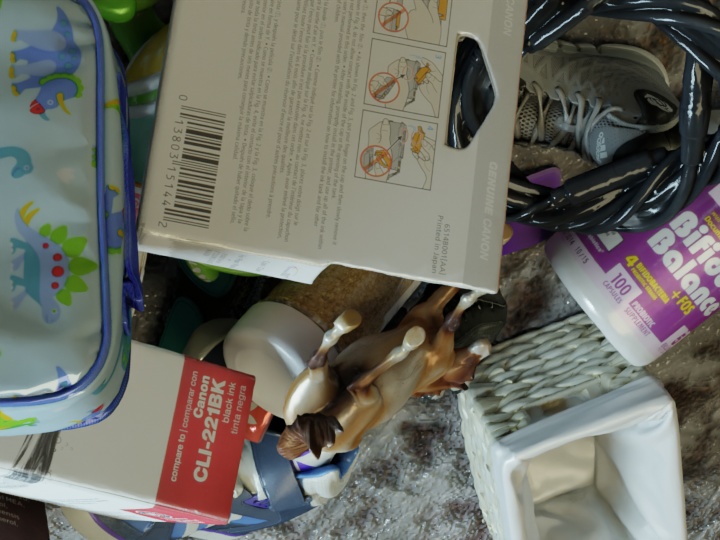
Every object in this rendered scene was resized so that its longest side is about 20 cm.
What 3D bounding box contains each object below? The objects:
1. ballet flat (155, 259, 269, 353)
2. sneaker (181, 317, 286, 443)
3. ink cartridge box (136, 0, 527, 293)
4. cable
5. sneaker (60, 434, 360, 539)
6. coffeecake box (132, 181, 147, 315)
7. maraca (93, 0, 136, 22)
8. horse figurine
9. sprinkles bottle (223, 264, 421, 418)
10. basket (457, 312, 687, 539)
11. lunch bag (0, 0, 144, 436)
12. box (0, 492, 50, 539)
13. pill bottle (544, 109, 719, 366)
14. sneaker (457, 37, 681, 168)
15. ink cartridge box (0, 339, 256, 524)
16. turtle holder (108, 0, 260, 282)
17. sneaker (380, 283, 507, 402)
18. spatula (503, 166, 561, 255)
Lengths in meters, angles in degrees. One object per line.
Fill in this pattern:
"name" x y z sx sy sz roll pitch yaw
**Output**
"ballet flat" -0.086 0.009 0.910 0.073 0.075 0.201 8 123 -25
"sneaker" -0.031 0.069 0.904 0.199 0.084 0.076 -15 136 -53
"ink cartridge box" -0.010 -0.094 0.697 0.174 0.202 0.045 11 166 -11
"cable" 0.134 -0.092 0.800 0.162 0.051 0.200 34 134 -10
"sneaker" -0.087 0.126 0.937 0.146 0.081 0.199 -30 153 26
"coffeecake box" -0.221 -0.018 0.749 0.198 0.074 0.153 14 164 -15
"maraca" -0.190 -0.178 0.692 0.198 0.107 0.139 -4 95 -11
"horse figurine" 0.014 0.051 0.745 0.199 0.050 0.133 -31 162 -43
"sprinkles bottle" 0.000 0.000 0.844 0.200 0.068 0.069 -49 141 -37
"basket" 0.155 0.147 1.053 0.134 0.124 0.201 -19 129 -7
"lunch bag" -0.176 -0.026 0.623 0.159 0.202 0.083 -4 165 -3
"box" -0.299 0.164 0.845 0.163 0.201 0.166 25 114 -32
"pill bottle" 0.233 -0.036 0.957 0.200 0.113 0.112 -40 128 11
"sneaker" 0.123 -0.097 0.869 0.198 0.116 0.076 -3 126 -19
"ink cartridge box" -0.179 0.075 0.752 0.198 0.144 0.085 19 73 -30
"turtle holder" -0.068 -0.094 0.775 0.139 0.188 0.132 -9 171 -16
"sneaker" 0.053 0.033 0.927 0.091 0.066 0.200 -58 166 4
"spatula" 0.047 -0.027 0.951 0.198 0.021 0.057 -10 121 -12
